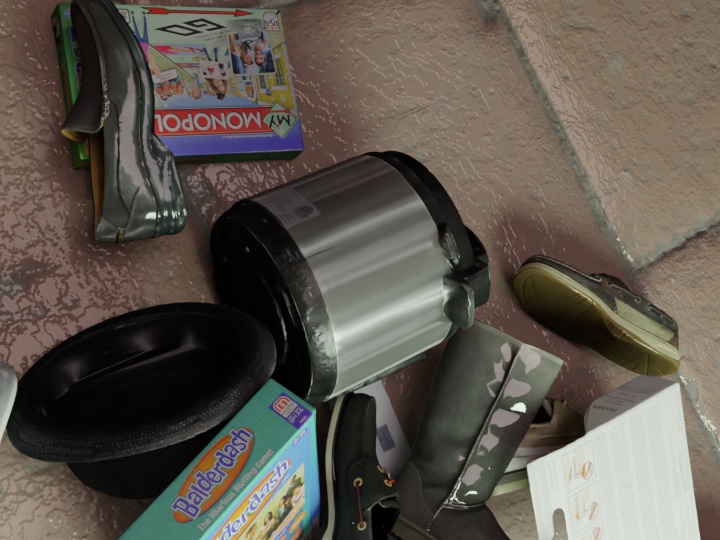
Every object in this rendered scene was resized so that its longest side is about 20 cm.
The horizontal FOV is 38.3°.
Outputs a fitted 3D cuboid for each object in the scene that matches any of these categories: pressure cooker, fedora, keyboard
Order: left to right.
[{"bbox_3d":[-0.154,0.106,0.772,0.200,0.200,0.092,-31,126,-29],"label":"fedora"},{"bbox_3d":[0.000,-0.002,0.843,0.200,0.179,0.176,-25,82,-27],"label":"pressure cooker"},{"bbox_3d":[0.015,0.152,0.916,0.056,0.011,0.201,-22,89,-35],"label":"keyboard"}]

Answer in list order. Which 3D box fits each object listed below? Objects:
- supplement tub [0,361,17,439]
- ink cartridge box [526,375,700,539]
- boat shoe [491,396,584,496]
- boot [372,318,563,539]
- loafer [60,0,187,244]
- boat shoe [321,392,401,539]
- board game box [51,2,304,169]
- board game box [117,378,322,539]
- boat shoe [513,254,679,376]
[{"bbox_3d":[-0.342,0.089,0.680,0.199,0.122,0.123,23,69,-22],"label":"supplement tub"},{"bbox_3d":[0.212,0.200,0.903,0.200,0.047,0.161,-19,105,-33],"label":"ink cartridge box"},{"bbox_3d":[0.179,0.151,0.961,0.199,0.075,0.069,-12,89,-28],"label":"boat shoe"},{"bbox_3d":[0.119,0.162,0.882,0.181,0.073,0.200,31,76,2],"label":"boot"},{"bbox_3d":[-0.196,-0.118,0.804,0.072,0.073,0.201,-17,85,-24],"label":"loafer"},{"bbox_3d":[0.004,0.189,0.830,0.074,0.063,0.202,63,24,-51],"label":"boat shoe"},{"bbox_3d":[-0.153,-0.159,0.890,0.199,0.029,0.135,-6,80,-28],"label":"board game box"},{"bbox_3d":[-0.092,0.189,0.748,0.045,0.200,0.152,33,59,21],"label":"board game box"},{"bbox_3d":[0.235,0.037,1.027,0.200,0.073,0.065,33,54,-20],"label":"boat shoe"}]
